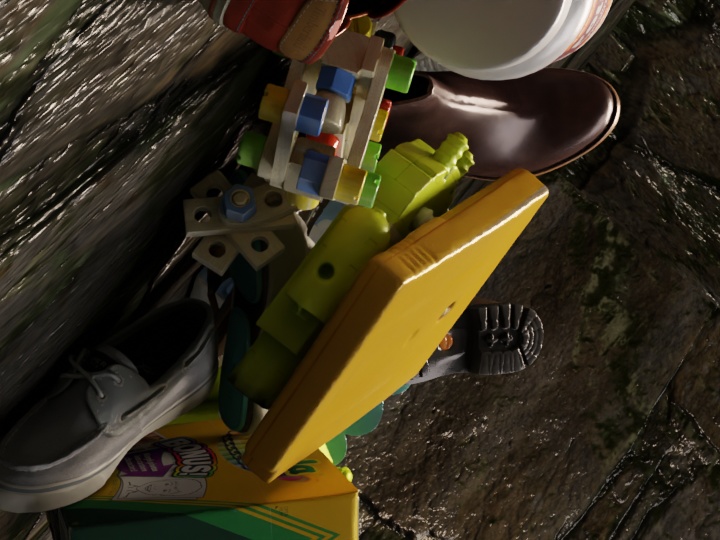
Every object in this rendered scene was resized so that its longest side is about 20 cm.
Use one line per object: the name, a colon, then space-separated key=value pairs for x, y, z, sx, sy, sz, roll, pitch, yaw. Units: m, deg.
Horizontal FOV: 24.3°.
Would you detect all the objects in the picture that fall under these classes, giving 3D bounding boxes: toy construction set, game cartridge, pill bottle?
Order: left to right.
toy construction set: x=-0.027 y=-0.065 z=0.892 sx=0.200 sy=0.092 sz=0.131 roll=139 pitch=-31 yaw=-64
game cartridge: x=0.020 y=0.031 z=1.007 sx=0.200 sy=0.032 sz=0.176 roll=-29 pitch=157 yaw=-55
pill bottle: x=0.083 y=-0.169 z=0.960 sx=0.114 sy=0.114 sz=0.200 roll=-51 pitch=176 yaw=17

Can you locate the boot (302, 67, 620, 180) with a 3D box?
boot: x=0.059 y=-0.095 z=1.037 sx=0.200 sy=0.072 sz=0.166 roll=-7 pitch=176 yaw=10

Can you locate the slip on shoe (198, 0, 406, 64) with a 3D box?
slip on shoe: x=0.001 y=-0.140 z=0.733 sx=0.074 sy=0.061 sz=0.200 roll=-54 pitch=175 yaw=35

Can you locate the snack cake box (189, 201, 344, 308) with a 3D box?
snack cake box: x=-0.045 y=-0.022 z=1.276 sx=0.200 sy=0.067 sz=0.115 roll=-48 pitch=176 yaw=-24

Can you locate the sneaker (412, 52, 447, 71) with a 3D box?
sneaker: x=0.096 y=-0.180 z=1.326 sx=0.200 sy=0.073 sz=0.114 roll=-52 pitch=178 yaw=35

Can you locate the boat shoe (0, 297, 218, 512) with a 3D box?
boat shoe: x=-0.159 y=0.074 z=1.025 sx=0.201 sy=0.070 sz=0.072 roll=-36 pitch=143 yaw=-48

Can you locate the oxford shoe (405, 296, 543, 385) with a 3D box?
oxford shoe: x=0.036 y=0.049 z=1.310 sx=0.084 sy=0.200 sz=0.073 roll=18 pitch=-80 yaw=65

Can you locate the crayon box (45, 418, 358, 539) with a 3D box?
crayon box: x=-0.108 y=0.147 z=1.064 sx=0.172 sy=0.058 sz=0.200 roll=-6 pitch=-169 yaw=-15

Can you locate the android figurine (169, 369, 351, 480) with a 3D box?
android figurine: x=-0.100 y=0.152 z=1.348 sx=0.200 sy=0.182 sz=0.041 roll=-8 pitch=-152 yaw=35

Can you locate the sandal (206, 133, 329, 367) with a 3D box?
sandal: x=-0.072 y=-0.020 z=1.145 sx=0.200 sy=0.055 sz=0.082 roll=-65 pitch=165 yaw=6

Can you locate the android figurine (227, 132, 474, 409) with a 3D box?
android figurine: x=0.000 y=0.000 z=1.003 sx=0.200 sy=0.041 sz=0.182 roll=-51 pitch=168 yaw=-3

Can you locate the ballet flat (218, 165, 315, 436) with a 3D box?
ballet flat: x=-0.055 y=0.016 z=1.074 sx=0.069 sy=0.069 sz=0.200 roll=-44 pitch=148 yaw=-51

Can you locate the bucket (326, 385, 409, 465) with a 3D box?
bucket: x=-0.041 y=0.066 z=1.421 sx=0.207 sy=0.135 sz=0.207 roll=-46 pitch=-172 yaw=8
